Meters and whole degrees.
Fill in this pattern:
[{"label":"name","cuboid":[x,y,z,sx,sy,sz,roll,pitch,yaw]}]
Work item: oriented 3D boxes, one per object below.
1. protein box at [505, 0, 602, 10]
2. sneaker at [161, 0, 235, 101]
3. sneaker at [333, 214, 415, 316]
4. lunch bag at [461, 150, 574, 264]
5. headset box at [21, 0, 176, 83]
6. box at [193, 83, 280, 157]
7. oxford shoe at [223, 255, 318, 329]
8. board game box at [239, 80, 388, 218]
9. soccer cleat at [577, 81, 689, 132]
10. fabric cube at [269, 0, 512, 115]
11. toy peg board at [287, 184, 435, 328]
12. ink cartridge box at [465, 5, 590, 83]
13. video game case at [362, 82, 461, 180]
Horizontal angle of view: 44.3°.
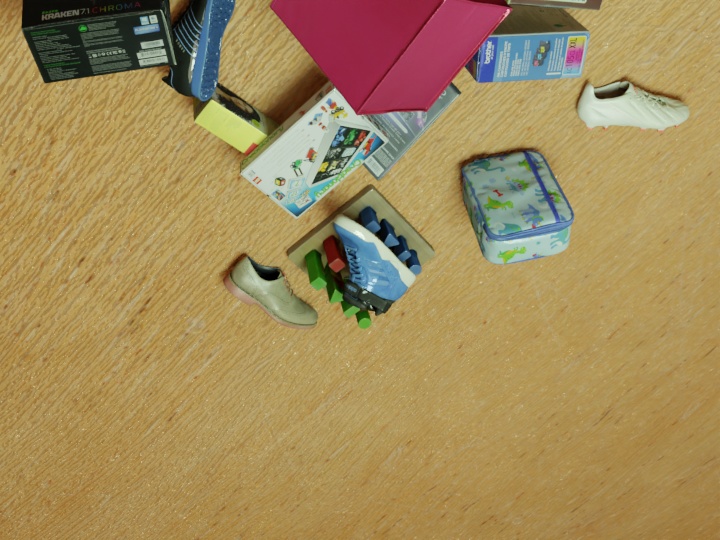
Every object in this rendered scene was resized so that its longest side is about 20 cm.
[{"label":"protein box","cuboid":[0.252,-0.483,1.172,0.133,0.200,0.202,1,128,-13]},{"label":"sneaker","cuboid":[-0.233,-0.347,1.253,0.077,0.070,0.203,21,108,15]},{"label":"sneaker","cuboid":[0.001,0.001,1.470,0.112,0.077,0.200,-51,131,-4]},{"label":"lunch bag","cuboid":[0.260,-0.110,1.470,0.158,0.202,0.083,-9,137,-4]},{"label":"headset box","cuboid":[-0.336,-0.355,1.143,0.171,0.202,0.093,-9,146,-5]},{"label":"box","cuboid":[-0.165,-0.212,1.371,0.199,0.076,0.050,31,117,-33]},{"label":"oxford shoe","cuboid":[-0.145,0.042,1.581,0.199,0.071,0.075,29,112,-32]},{"label":"board game box","cuboid":[-0.071,-0.180,1.345,0.199,0.035,0.126,-38,126,20]},{"label":"soccer cleat","cuboid":[0.460,-0.276,1.474,0.197,0.070,0.078,-2,126,-8]},{"label":"fabric cube","cuboid":[0.042,-0.348,1.172,0.196,0.200,0.199,-48,163,30]},{"label":"toy peg board","cuboid":[0.010,-0.007,1.560,0.198,0.098,0.200,-36,127,16]},{"label":"ink cartridge box","cuboid":[0.219,-0.341,1.318,0.197,0.137,0.077,-3,124,-11]},{"label":"video game case","cuboid":[0.040,-0.253,1.348,0.143,0.019,0.200,47,124,2]}]
